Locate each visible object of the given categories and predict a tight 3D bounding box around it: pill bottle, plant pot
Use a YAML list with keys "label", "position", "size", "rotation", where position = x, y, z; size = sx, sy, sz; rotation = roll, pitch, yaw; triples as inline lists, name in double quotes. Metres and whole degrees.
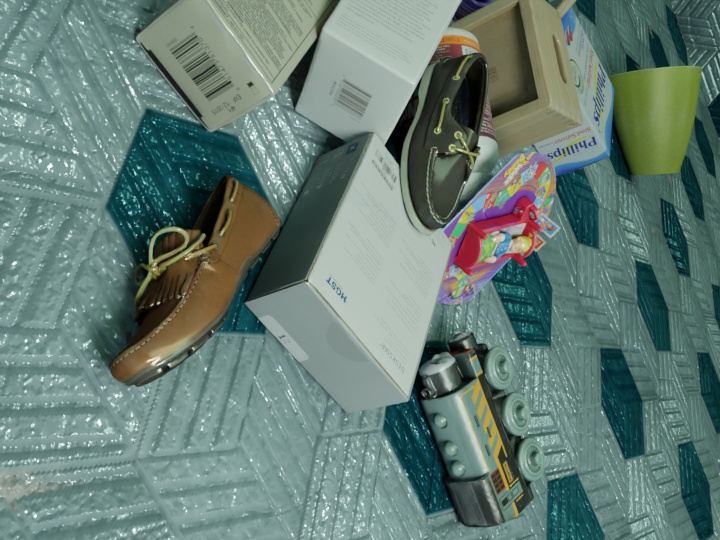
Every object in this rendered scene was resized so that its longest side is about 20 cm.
- label: "pill bottle"
  position: [0.099, -0.163, 0.907]
  size: [0.109, 0.108, 0.204]
  rotation: [8, 70, -51]
- label: "plant pot"
  position: [0.596, -0.298, 1.606]
  size: [0.186, 0.184, 0.205]
  rotation: [-13, 101, -54]

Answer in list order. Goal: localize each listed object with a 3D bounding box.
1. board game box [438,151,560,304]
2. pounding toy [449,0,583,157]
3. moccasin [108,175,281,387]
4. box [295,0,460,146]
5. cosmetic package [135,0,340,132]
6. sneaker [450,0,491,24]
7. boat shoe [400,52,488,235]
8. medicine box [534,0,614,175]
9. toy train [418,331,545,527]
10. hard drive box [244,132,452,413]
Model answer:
- label: "board game box"
  position: [0.160, -0.034, 0.878]
  size: [0.039, 0.200, 0.158]
  rotation: [42, -4, 34]
- label: "pounding toy"
  position: [0.200, -0.266, 1.022]
  size: [0.141, 0.182, 0.204]
  rotation: [7, 70, -52]
- label: "moccasin"
  position: [-0.123, 0.000, 0.571]
  size: [0.078, 0.073, 0.203]
  rotation: [46, 45, -19]
- label: "box"
  position: [0.030, -0.236, 0.771]
  size: [0.096, 0.125, 0.202]
  rotation: [29, 61, -3]
- label: "cosmetic package"
  position: [-0.094, -0.228, 0.689]
  size: [0.104, 0.086, 0.201]
  rotation: [51, 42, -24]
- label: "sneaker"
  position: [0.113, -0.426, 1.054]
  size: [0.201, 0.082, 0.081]
  rotation: [53, 40, -25]
- label: "boat shoe"
  position: [0.088, -0.132, 0.783]
  size: [0.071, 0.060, 0.205]
  rotation: [34, 55, -40]
- label: "medicine box"
  position: [0.319, -0.293, 1.266]
  size: [0.200, 0.102, 0.184]
  rotation: [47, 43, -30]
- label: "toy train"
  position: [0.126, 0.170, 0.838]
  size: [0.113, 0.084, 0.203]
  rotation: [-25, 97, -45]
- label: "hard drive box"
  position: [0.000, 0.000, 0.734]
  size: [0.156, 0.076, 0.202]
  rotation: [51, 40, -28]
